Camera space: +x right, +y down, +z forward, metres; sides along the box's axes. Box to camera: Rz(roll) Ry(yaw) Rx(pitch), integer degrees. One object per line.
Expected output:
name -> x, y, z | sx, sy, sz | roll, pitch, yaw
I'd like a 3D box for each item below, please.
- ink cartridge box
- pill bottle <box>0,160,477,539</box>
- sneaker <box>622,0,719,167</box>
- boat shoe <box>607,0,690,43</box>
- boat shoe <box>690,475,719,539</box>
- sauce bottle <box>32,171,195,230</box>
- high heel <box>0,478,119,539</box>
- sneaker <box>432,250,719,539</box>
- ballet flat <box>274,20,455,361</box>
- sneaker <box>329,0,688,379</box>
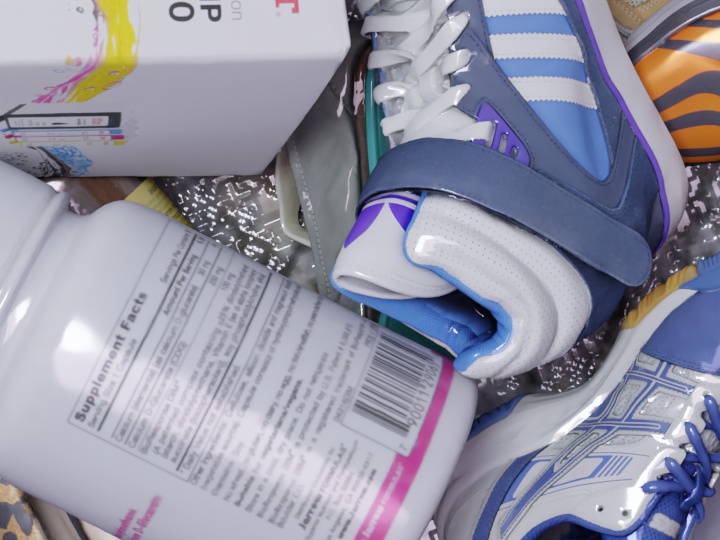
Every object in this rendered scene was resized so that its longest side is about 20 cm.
ink cartridge box -> -0.120, -0.121, 0.926 | 0.199, 0.145, 0.148 | -2, 77, -15
pill bottle -> -0.068, 0.045, 0.934 | 0.200, 0.113, 0.114 | 27, 96, -3
sneaker -> 0.186, -0.062, 0.962 | 0.199, 0.112, 0.078 | -20, 137, 11
boat shoe -> 0.047, -0.146, 1.002 | 0.200, 0.072, 0.076 | 32, 108, 2
boat shoe -> 0.085, 0.160, 1.020 | 0.071, 0.070, 0.200 | 39, 72, 18
sauce bottle -> -0.102, -0.013, 1.016 | 0.065, 0.065, 0.200 | -38, 96, 6
high heel -> -0.096, 0.088, 1.006 | 0.199, 0.071, 0.143 | 1, 100, 28
sneaker -> 0.117, 0.068, 0.959 | 0.200, 0.088, 0.075 | -39, 134, 24
ballet flat -> 0.000, 0.000, 1.023 | 0.064, 0.067, 0.201 | 0, 102, 34
sneaker -> 0.028, -0.058, 0.932 | 0.080, 0.146, 0.200 | -24, 102, 49
